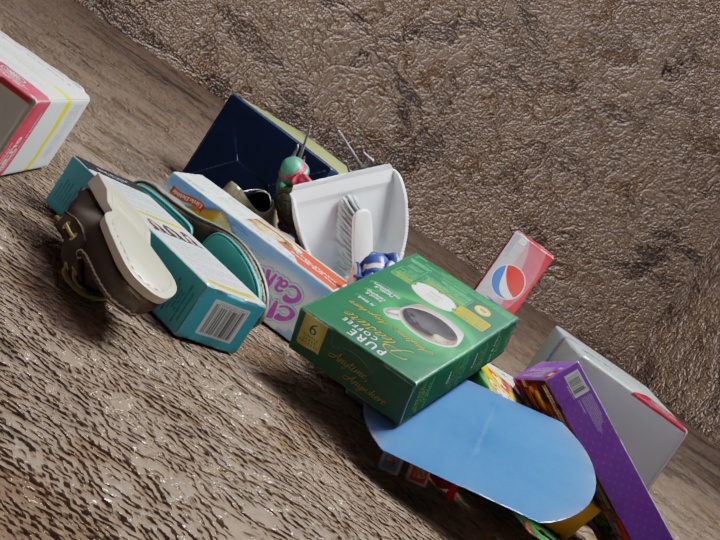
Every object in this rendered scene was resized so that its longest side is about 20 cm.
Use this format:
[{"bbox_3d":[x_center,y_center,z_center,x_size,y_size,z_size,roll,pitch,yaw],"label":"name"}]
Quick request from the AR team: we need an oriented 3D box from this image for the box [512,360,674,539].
[{"bbox_3d":[0.219,0.182,1.144,0.202,0.039,0.137,62,-6,2],"label":"box"}]

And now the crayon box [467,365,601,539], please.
[{"bbox_3d":[0.143,0.166,1.107,0.127,0.051,0.201,39,13,-49],"label":"crayon box"}]

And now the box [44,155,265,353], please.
[{"bbox_3d":[-0.171,-0.015,1.000,0.200,0.049,0.082,40,8,33],"label":"box"}]

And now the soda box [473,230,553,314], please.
[{"bbox_3d":[0.194,0.043,1.743,0.070,0.201,0.063,34,7,5],"label":"soda box"}]

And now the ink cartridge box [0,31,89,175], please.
[{"bbox_3d":[-0.329,-0.156,1.040,0.144,0.084,0.200,35,7,-4],"label":"ink cartridge box"}]

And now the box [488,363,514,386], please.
[{"bbox_3d":[0.182,0.160,1.589,0.199,0.037,0.144,30,9,-35],"label":"box"}]

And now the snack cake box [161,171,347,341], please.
[{"bbox_3d":[-0.112,-0.013,1.208,0.199,0.068,0.115,36,5,4],"label":"snack cake box"}]

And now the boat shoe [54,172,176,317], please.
[{"bbox_3d":[-0.183,-0.010,0.876,0.072,0.059,0.200,49,1,-30],"label":"boat shoe"}]

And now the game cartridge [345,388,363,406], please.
[{"bbox_3d":[0.047,0.124,1.187,0.132,0.041,0.200,31,7,-4],"label":"game cartridge"}]

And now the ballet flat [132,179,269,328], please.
[{"bbox_3d":[-0.140,-0.013,1.081,0.200,0.068,0.064,40,0,27],"label":"ballet flat"}]

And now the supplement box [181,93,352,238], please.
[{"bbox_3d":[-0.094,-0.107,1.635,0.199,0.135,0.199,39,8,27],"label":"supplement box"}]

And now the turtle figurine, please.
[{"bbox_3d":[-0.052,-0.074,1.374,0.149,0.100,0.202,27,-36,39],"label":"turtle figurine"}]

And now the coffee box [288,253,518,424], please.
[{"bbox_3d":[0.041,0.052,1.043,0.122,0.044,0.199,32,28,19],"label":"coffee box"}]

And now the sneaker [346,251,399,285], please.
[{"bbox_3d":[0.005,0.031,1.167,0.074,0.089,0.200,-1,10,6],"label":"sneaker"}]

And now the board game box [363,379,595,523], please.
[{"bbox_3d":[0.092,0.150,0.989,0.198,0.039,0.158,24,25,8],"label":"board game box"}]

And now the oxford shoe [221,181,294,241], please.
[{"bbox_3d":[-0.112,-0.050,1.413,0.070,0.074,0.200,35,5,23],"label":"oxford shoe"}]

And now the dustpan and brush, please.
[{"bbox_3d":[0.000,0.000,1.304,0.138,0.203,0.057,-15,23,-30],"label":"dustpan and brush"}]

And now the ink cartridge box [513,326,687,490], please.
[{"bbox_3d":[0.251,0.173,1.372,0.145,0.145,0.200,34,7,-2],"label":"ink cartridge box"}]
